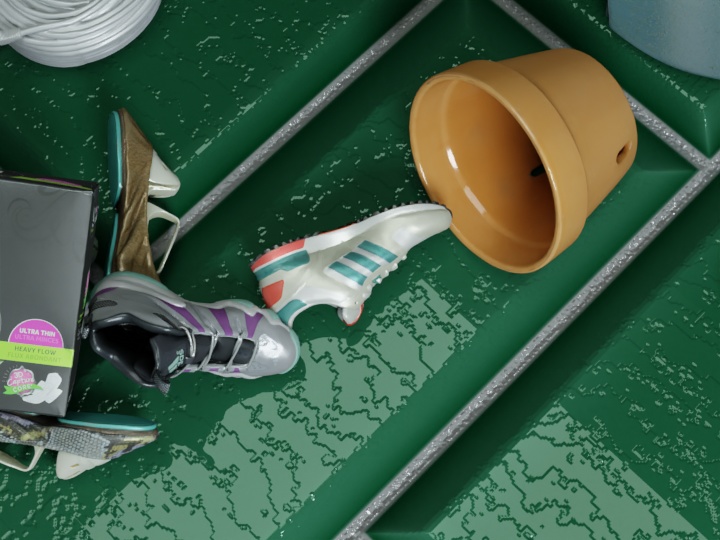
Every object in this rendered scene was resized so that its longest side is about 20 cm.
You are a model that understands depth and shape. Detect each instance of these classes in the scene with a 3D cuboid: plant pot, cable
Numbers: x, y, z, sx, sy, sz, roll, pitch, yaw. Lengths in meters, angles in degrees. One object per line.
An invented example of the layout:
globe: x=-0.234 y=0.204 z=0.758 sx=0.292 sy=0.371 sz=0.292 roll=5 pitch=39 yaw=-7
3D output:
plant pot: x=0.161 y=-0.118 z=1.324 sx=0.140 sy=0.200 sz=0.200 roll=-31 pitch=69 yaw=-26
plant pot: x=0.342 y=-0.308 z=1.386 sx=0.199 sy=0.196 sz=0.197 roll=5 pitch=68 yaw=13
cable: x=-0.298 y=-0.307 z=1.476 sx=0.199 sy=0.069 sz=0.201 roll=1 pitch=68 yaw=2

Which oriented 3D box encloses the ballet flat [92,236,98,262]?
ballet flat: x=-0.347 y=0.004 z=1.355 sx=0.199 sy=0.074 sz=0.074 roll=-27 pitch=70 yaw=-8

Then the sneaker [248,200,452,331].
sneaker: x=0.000 y=0.000 z=1.350 sx=0.199 sy=0.070 sz=0.094 roll=-18 pitch=86 yaw=-7

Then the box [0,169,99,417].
box: x=-0.318 y=0.013 z=1.266 sx=0.148 sy=0.124 sz=0.201 roll=8 pitch=95 yaw=-9

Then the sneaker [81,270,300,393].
sneaker: x=-0.152 y=0.074 z=1.265 sx=0.199 sy=0.140 sz=0.078 roll=13 pitch=111 yaw=-6

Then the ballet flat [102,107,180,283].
ballet flat: x=-0.211 y=-0.060 z=1.381 sx=0.072 sy=0.068 sz=0.201 roll=5 pitch=67 yaw=-17

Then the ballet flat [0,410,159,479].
ballet flat: x=-0.283 y=0.153 z=1.302 sx=0.199 sy=0.072 sz=0.072 roll=10 pitch=69 yaw=7
